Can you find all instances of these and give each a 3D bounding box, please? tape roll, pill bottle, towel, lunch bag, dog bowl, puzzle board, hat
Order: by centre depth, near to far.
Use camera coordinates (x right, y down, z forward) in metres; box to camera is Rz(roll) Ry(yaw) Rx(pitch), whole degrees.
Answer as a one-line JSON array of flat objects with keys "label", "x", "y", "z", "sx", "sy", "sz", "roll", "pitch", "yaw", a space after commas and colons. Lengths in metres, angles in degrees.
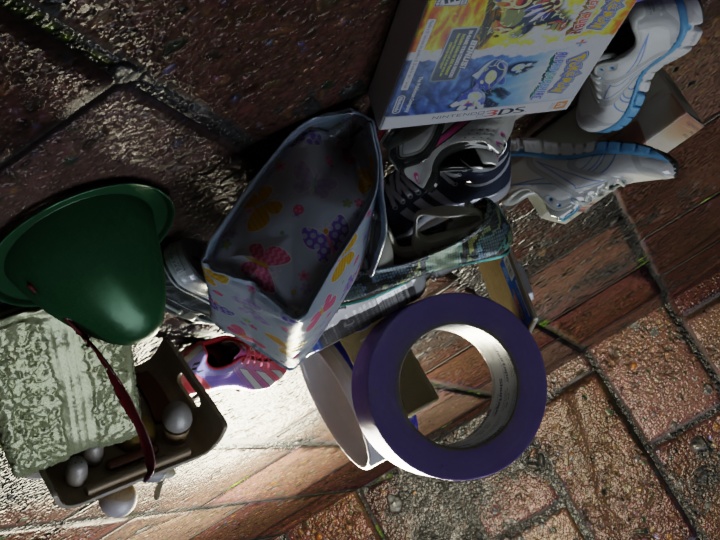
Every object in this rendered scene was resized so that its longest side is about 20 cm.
[{"label": "hat", "x": -0.189, "y": 0.050, "z": 0.943, "sx": 0.166, "sy": 0.176, "sz": 0.200, "roll": -33, "pitch": 161, "yaw": 4}, {"label": "lunch bag", "x": -0.043, "y": -0.031, "z": 1.026, "sx": 0.200, "sy": 0.127, "sz": 0.170, "roll": -59, "pitch": 174, "yaw": -21}, {"label": "towel", "x": -0.280, "y": 0.104, "z": 1.080, "sx": 0.148, "sy": 0.036, "sz": 0.200, "roll": -19, "pitch": 131, "yaw": -26}, {"label": "pill bottle", "x": 0.000, "y": 0.000, "z": 1.237, "sx": 0.200, "sy": 0.114, "sz": 0.114, "roll": -28, "pitch": 163, "yaw": -5}, {"label": "tape roll", "x": 0.095, "y": 0.127, "z": 1.248, "sx": 0.200, "sy": 0.200, "sz": 0.085, "roll": -25, "pitch": 179, "yaw": -14}, {"label": "puzzle board", "x": 0.157, "y": -0.014, "z": 1.306, "sx": 0.017, "sy": 0.200, "sz": 0.151, "roll": -17, "pitch": 162, "yaw": -7}, {"label": "dog bowl", "x": -0.005, "y": 0.166, "z": 1.563, "sx": 0.079, "sy": 0.200, "sz": 0.200, "roll": -26, "pitch": 163, "yaw": -17}]

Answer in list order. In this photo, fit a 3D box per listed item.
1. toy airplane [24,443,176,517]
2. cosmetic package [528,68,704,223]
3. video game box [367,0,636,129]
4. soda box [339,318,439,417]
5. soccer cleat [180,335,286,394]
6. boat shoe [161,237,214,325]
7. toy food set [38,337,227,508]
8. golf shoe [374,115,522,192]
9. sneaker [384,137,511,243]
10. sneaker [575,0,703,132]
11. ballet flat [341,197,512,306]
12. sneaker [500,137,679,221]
[{"label": "toy airplane", "x": -0.299, "y": 0.219, "z": 1.330, "sx": 0.199, "sy": 0.141, "sz": 0.200, "roll": -10, "pitch": 177, "yaw": 2}, {"label": "cosmetic package", "x": 0.281, "y": -0.146, "z": 1.320, "sx": 0.200, "sy": 0.087, "sz": 0.103, "roll": -37, "pitch": 163, "yaw": 23}, {"label": "video game box", "x": 0.114, "y": -0.189, "z": 0.925, "sx": 0.182, "sy": 0.047, "sz": 0.200, "roll": -11, "pitch": 158, "yaw": -16}, {"label": "soda box", "x": 0.014, "y": 0.079, "z": 1.333, "sx": 0.068, "sy": 0.200, "sz": 0.064, "roll": -30, "pitch": 170, "yaw": 1}, {"label": "soccer cleat", "x": -0.147, "y": 0.110, "z": 1.409, "sx": 0.200, "sy": 0.067, "sz": 0.076, "roll": -3, "pitch": 145, "yaw": -51}, {"label": "boat shoe", "x": -0.155, "y": 0.019, "z": 1.139, "sx": 0.071, "sy": 0.072, "sz": 0.200, "roll": -26, "pitch": 154, "yaw": 14}, {"label": "toy food set", "x": -0.260, "y": 0.152, "z": 1.208, "sx": 0.200, "sy": 0.144, "sz": 0.060, "roll": -17, "pitch": 142, "yaw": -33}, {"label": "golf shoe", "x": 0.108, "y": -0.132, "z": 1.068, "sx": 0.200, "sy": 0.092, "sz": 0.073, "roll": -26, "pitch": 164, "yaw": -28}, {"label": "sneaker", "x": 0.062, "y": -0.092, "z": 1.156, "sx": 0.200, "sy": 0.070, "sz": 0.109, "roll": -20, "pitch": 154, "yaw": -10}, {"label": "sneaker", "x": 0.247, "y": -0.205, "z": 1.127, "sx": 0.087, "sy": 0.075, "sz": 0.200, "roll": -7, "pitch": 153, "yaw": -21}, {"label": "ballet flat", "x": 0.049, "y": -0.025, "z": 1.137, "sx": 0.200, "sy": 0.074, "sz": 0.074, "roll": -19, "pitch": 163, "yaw": -1}, {"label": "sneaker", "x": 0.242, "y": -0.095, "z": 1.237, "sx": 0.200, "sy": 0.087, "sz": 0.075, "roll": 3, "pitch": 172, "yaw": 28}]
